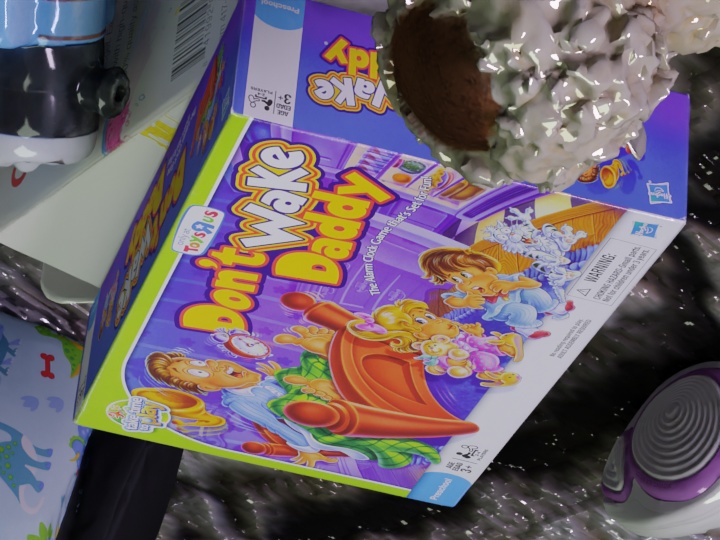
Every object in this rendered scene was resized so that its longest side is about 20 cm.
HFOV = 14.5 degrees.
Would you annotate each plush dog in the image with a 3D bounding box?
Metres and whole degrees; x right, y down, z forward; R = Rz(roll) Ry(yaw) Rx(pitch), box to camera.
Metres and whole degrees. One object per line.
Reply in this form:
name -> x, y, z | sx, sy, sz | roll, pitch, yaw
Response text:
plush dog -> 0.101, -0.122, 0.690 | 0.171, 0.201, 0.160 | -18, 161, 39

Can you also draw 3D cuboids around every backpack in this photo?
backpack -> -0.189, 0.081, 1.188 | 0.199, 0.164, 0.154 | 14, 138, 9

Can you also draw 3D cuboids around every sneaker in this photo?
sneaker -> 0.183, 0.075, 1.115 | 0.200, 0.075, 0.100 | -23, 132, 40

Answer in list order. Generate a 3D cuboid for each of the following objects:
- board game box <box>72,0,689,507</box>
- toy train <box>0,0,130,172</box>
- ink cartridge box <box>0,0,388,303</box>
board game box -> 0.000, 0.000, 0.862 | 0.134, 0.045, 0.200 | 13, 149, -12
toy train -> -0.118, -0.119, 0.853 | 0.114, 0.087, 0.201 | 13, 107, 26
ink cartridge box -> -0.024, -0.067, 0.925 | 0.125, 0.129, 0.200 | 26, 145, -29
